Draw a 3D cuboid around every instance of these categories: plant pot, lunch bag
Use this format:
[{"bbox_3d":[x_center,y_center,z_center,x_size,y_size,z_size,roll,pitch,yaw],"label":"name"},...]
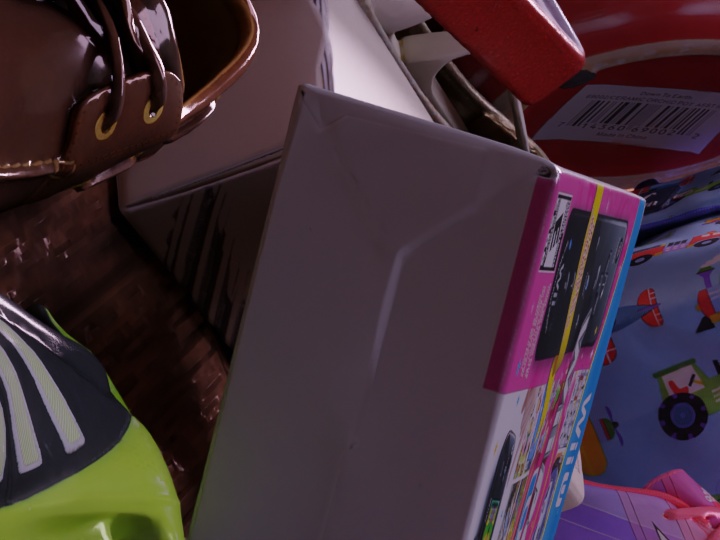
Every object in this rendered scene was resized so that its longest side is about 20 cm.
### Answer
[{"bbox_3d":[0.102,-0.142,1.139,0.200,0.200,0.183,41,37,-61],"label":"plant pot"},{"bbox_3d":[0.111,0.013,1.071,0.200,0.150,0.094,-71,140,-66],"label":"lunch bag"}]

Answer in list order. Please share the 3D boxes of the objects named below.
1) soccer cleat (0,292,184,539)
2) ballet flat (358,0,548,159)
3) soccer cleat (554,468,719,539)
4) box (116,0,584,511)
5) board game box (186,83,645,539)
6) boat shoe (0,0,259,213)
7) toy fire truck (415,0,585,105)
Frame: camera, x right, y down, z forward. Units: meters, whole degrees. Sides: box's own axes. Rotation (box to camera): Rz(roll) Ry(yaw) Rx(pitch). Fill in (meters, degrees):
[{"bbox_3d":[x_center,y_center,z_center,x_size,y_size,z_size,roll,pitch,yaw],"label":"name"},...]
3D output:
[{"bbox_3d":[-0.095,0.027,0.535,0.081,0.067,0.200,59,10,18],"label":"soccer cleat"},{"bbox_3d":[0.016,-0.087,1.025,0.200,0.062,0.068,56,21,-43],"label":"ballet flat"},{"bbox_3d":[0.119,0.109,0.938,0.077,0.199,0.067,-67,158,-1],"label":"soccer cleat"},{"bbox_3d":[0.000,0.000,0.861,0.200,0.068,0.082,55,22,-46],"label":"box"},{"bbox_3d":[0.014,0.040,0.695,0.200,0.064,0.148,-2,107,-81],"label":"board game box"},{"bbox_3d":[-0.077,-0.051,0.654,0.200,0.067,0.072,-24,95,-74],"label":"boat shoe"},{"bbox_3d":[-0.005,-0.146,0.856,0.168,0.112,0.200,60,10,26],"label":"toy fire truck"}]
